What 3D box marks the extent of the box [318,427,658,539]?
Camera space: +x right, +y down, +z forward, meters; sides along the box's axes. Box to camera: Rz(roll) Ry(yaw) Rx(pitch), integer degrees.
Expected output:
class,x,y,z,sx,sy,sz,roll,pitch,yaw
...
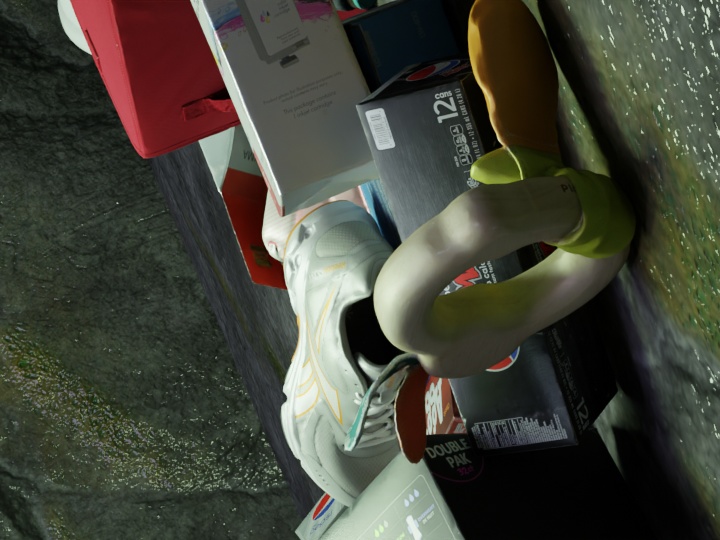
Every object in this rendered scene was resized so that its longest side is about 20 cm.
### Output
class,x,y,z,sx,sy,sz,roll,pitch,yaw
box,0.087,0.198,1.251,0.124,0.148,0.200,-50,53,34

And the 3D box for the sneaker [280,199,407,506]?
class,x,y,z,sx,sy,sz,roll,pitch,yaw
sneaker,0.000,0.065,1.406,0.092,0.076,0.200,41,143,55

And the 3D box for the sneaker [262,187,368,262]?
class,x,y,z,sx,sy,sz,roll,pitch,yaw
sneaker,0.000,0.000,1.570,0.075,0.104,0.201,-7,-102,-62

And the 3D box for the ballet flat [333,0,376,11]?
class,x,y,z,sx,sy,sz,roll,pitch,yaw
ballet flat,-0.027,-0.218,1.346,0.200,0.073,0.073,79,167,-62

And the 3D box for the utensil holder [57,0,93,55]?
class,x,y,z,sx,sy,sz,roll,pitch,yaw
utensil holder,-0.167,-0.284,1.794,0.170,0.170,0.200,-119,12,-45

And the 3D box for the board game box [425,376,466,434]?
class,x,y,z,sx,sy,sz,roll,pitch,yaw
board game box,0.041,0.082,1.429,0.200,0.019,0.103,108,159,-61

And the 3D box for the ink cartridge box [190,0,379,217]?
class,x,y,z,sx,sy,sz,roll,pitch,yaw
ink cartridge box,-0.051,-0.137,1.269,0.116,0.067,0.200,112,136,-85

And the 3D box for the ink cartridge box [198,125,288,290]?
class,x,y,z,sx,sy,sz,roll,pitch,yaw
ink cartridge box,-0.049,-0.080,1.656,0.162,0.057,0.200,13,-133,-57

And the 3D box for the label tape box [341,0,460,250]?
class,x,y,z,sx,sy,sz,roll,pitch,yaw
label tape box,0.035,-0.079,1.339,0.200,0.063,0.145,-158,47,-80

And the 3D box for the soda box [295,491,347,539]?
class,x,y,z,sx,sy,sz,roll,pitch,yaw
soda box,0.054,0.217,1.624,0.200,0.068,0.063,38,178,-12

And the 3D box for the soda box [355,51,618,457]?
class,x,y,z,sx,sy,sz,roll,pitch,yaw
soda box,0.067,-0.009,1.218,0.071,0.063,0.200,-42,-63,-57

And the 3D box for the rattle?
class,x,y,z,sx,sy,sz,roll,pitch,yaw
rattle,0.036,-0.015,1.151,0.143,0.130,0.200,54,146,15

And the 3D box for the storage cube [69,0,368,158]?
class,x,y,z,sx,sy,sz,roll,pitch,yaw
storage cube,-0.104,-0.213,1.528,0.180,0.171,0.200,86,162,-58
